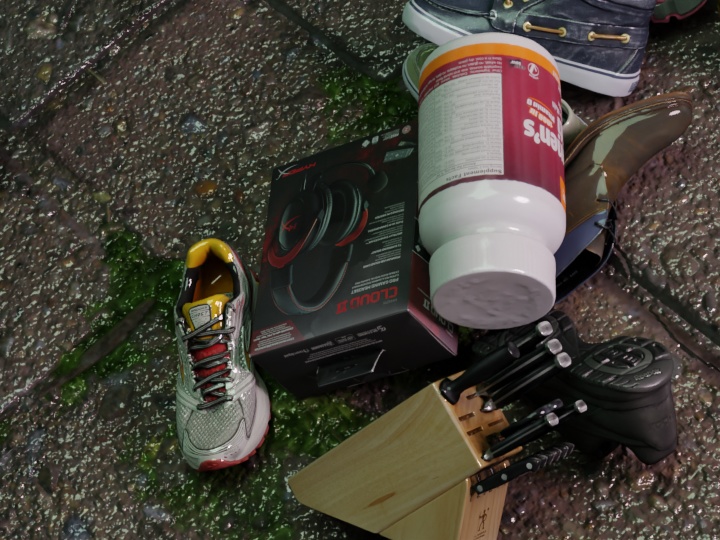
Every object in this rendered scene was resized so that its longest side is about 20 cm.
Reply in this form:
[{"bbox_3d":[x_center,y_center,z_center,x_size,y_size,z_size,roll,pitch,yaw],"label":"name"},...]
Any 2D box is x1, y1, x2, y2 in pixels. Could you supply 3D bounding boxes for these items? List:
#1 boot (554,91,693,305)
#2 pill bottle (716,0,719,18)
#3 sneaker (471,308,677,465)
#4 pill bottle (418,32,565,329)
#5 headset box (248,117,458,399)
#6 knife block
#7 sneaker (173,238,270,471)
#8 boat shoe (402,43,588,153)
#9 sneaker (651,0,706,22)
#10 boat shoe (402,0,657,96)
[{"bbox_3d":[0.187,-0.051,1.534,0.199,0.075,0.097,-33,60,8],"label":"boot"},{"bbox_3d":[0.318,-0.244,1.531,0.103,0.200,0.105,-10,53,13],"label":"pill bottle"},{"bbox_3d":[0.152,0.088,1.439,0.076,0.091,0.200,-28,26,-24],"label":"sneaker"},{"bbox_3d":[0.096,-0.066,1.473,0.109,0.110,0.202,-8,60,15],"label":"pill bottle"},{"bbox_3d":[0.000,0.000,1.535,0.148,0.075,0.201,-17,51,30],"label":"headset box"},{"bbox_3d":[0.056,0.106,1.407,0.199,0.064,0.177,18,106,30],"label":"knife block"},{"bbox_3d":[-0.118,0.065,1.550,0.077,0.082,0.201,-13,54,11],"label":"sneaker"},{"bbox_3d":[0.111,-0.145,1.626,0.199,0.062,0.072,30,70,34],"label":"boat shoe"},{"bbox_3d":[0.196,-0.239,1.668,0.198,0.080,0.096,-9,32,14],"label":"sneaker"},{"bbox_3d":[0.138,-0.213,1.607,0.198,0.092,0.071,16,24,3],"label":"boat shoe"}]
